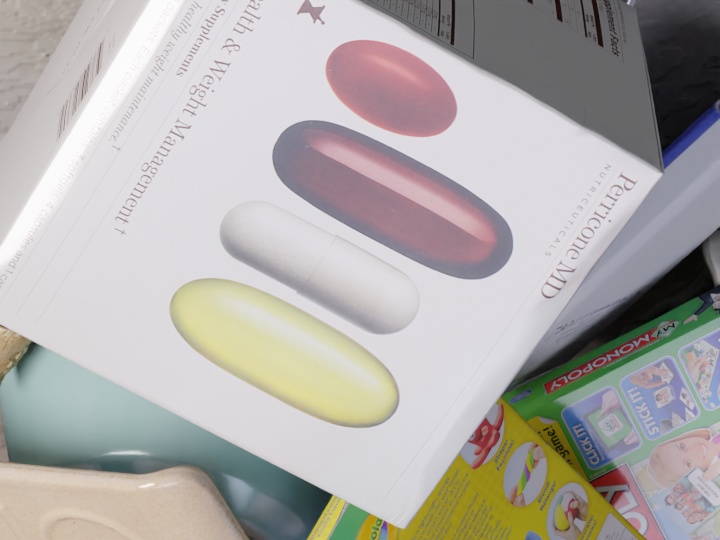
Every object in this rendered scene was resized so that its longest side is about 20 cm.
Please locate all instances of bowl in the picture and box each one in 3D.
[{"bbox_3d":[-0.081,0.089,1.368,0.199,0.106,0.201,7,149,4],"label":"bowl"}]

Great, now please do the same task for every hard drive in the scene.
[{"bbox_3d":[0.128,-0.014,1.364,0.200,0.025,0.132,-44,167,31],"label":"hard drive"}]

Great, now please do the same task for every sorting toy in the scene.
[{"bbox_3d":[-0.120,0.142,1.323,0.199,0.037,0.186,-2,136,30],"label":"sorting toy"}]

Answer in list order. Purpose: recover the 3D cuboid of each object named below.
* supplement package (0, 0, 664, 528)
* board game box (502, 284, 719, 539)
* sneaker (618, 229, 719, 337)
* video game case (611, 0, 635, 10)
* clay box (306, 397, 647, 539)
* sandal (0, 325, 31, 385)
[{"bbox_3d":[-0.019,-0.046,1.161,0.199,0.147,0.192,27,116,-14],"label":"supplement package"},{"bbox_3d":[0.169,0.115,1.438,0.134,0.029,0.201,-28,115,3],"label":"board game box"},{"bbox_3d":[0.156,0.065,1.470,0.088,0.074,0.201,19,109,-14],"label":"sneaker"},{"bbox_3d":[0.007,-0.085,1.236,0.181,0.023,0.201,16,118,-10],"label":"video game case"},{"bbox_3d":[0.047,0.124,1.323,0.200,0.047,0.115,44,71,-42],"label":"clay box"},{"bbox_3d":[-0.183,0.025,1.321,0.210,0.078,0.070,-14,106,10],"label":"sandal"}]
